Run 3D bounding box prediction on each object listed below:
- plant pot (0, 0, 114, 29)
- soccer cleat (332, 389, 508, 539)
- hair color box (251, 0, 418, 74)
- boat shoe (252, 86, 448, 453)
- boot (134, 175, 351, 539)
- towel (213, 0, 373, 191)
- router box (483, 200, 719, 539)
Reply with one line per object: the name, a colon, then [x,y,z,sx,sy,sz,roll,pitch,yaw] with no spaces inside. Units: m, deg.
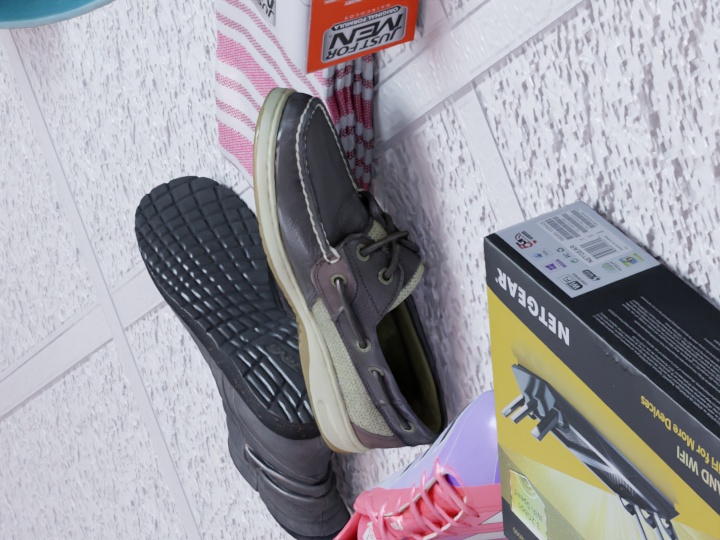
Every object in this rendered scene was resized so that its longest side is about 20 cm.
plant pot: [-0.159,-0.243,1.181,0.188,0.199,0.201,-91,-3,-55]
soccer cleat: [0.037,0.112,1.239,0.067,0.076,0.200,65,159,12]
hair color box: [-0.016,-0.195,1.124,0.102,0.061,0.201,55,153,34]
boat shoe: [0.000,0.001,1.252,0.066,0.072,0.202,0,123,21]
boot: [-0.070,0.053,1.469,0.132,0.069,0.200,90,156,-52]
towel: [-0.041,-0.094,1.315,0.146,0.030,0.201,52,152,41]
router box: [0.123,0.087,1.040,0.200,0.052,0.158,43,146,50]
